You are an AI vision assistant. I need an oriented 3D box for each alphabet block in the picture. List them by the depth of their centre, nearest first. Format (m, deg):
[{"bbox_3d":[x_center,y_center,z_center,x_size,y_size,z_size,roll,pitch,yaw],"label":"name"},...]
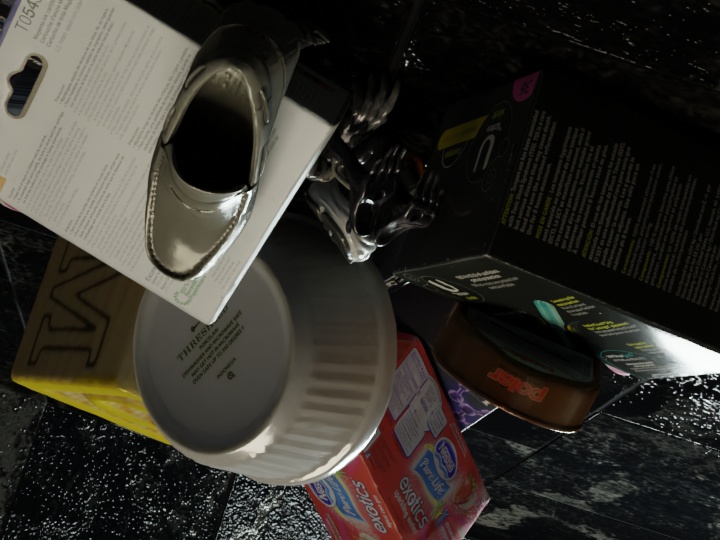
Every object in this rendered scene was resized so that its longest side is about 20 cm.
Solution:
[{"bbox_3d":[-0.155,0.037,1.806,0.195,0.200,0.196,27,164,-34],"label":"alphabet block"}]

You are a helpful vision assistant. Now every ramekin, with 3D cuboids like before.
[{"bbox_3d":[-0.078,0.057,1.512,0.202,0.203,0.094,7,-178,38],"label":"ramekin"}]

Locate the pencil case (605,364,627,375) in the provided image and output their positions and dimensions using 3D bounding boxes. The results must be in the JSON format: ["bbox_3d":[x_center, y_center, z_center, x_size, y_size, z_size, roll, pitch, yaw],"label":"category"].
[{"bbox_3d":[0.140,0.010,1.563,0.200,0.088,0.087,23,166,-28],"label":"pencil case"}]

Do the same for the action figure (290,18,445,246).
[{"bbox_3d":[-0.028,-0.099,1.326,0.200,0.102,0.119,40,-169,36],"label":"action figure"}]

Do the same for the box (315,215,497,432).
[{"bbox_3d":[0.027,0.037,1.647,0.200,0.079,0.141,41,148,-3],"label":"box"}]

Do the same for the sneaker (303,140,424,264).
[{"bbox_3d":[0.009,-0.057,1.448,0.074,0.079,0.200,56,-176,-11],"label":"sneaker"}]

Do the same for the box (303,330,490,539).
[{"bbox_3d":[0.014,0.141,1.626,0.095,0.100,0.200,15,144,38],"label":"box"}]

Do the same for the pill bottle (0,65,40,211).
[{"bbox_3d":[-0.170,-0.087,1.509,0.200,0.114,0.113,9,165,31],"label":"pill bottle"}]

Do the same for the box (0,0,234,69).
[{"bbox_3d":[-0.205,-0.186,1.295,0.198,0.050,0.200,3,160,43],"label":"box"}]

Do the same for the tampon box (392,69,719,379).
[{"bbox_3d":[0.150,-0.025,1.323,0.200,0.126,0.150,22,168,-19],"label":"tampon box"}]

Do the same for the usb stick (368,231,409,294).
[{"bbox_3d":[0.000,0.000,1.535,0.200,0.056,0.033,-31,159,33],"label":"usb stick"}]

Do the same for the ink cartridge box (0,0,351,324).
[{"bbox_3d":[-0.133,-0.084,1.262,0.200,0.043,0.196,32,132,-4],"label":"ink cartridge box"}]

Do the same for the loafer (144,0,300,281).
[{"bbox_3d":[-0.089,-0.064,1.186,0.070,0.070,0.200,23,131,3],"label":"loafer"}]

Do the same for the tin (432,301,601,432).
[{"bbox_3d":[0.108,0.053,1.406,0.112,0.042,0.200,23,-166,1],"label":"tin"}]
